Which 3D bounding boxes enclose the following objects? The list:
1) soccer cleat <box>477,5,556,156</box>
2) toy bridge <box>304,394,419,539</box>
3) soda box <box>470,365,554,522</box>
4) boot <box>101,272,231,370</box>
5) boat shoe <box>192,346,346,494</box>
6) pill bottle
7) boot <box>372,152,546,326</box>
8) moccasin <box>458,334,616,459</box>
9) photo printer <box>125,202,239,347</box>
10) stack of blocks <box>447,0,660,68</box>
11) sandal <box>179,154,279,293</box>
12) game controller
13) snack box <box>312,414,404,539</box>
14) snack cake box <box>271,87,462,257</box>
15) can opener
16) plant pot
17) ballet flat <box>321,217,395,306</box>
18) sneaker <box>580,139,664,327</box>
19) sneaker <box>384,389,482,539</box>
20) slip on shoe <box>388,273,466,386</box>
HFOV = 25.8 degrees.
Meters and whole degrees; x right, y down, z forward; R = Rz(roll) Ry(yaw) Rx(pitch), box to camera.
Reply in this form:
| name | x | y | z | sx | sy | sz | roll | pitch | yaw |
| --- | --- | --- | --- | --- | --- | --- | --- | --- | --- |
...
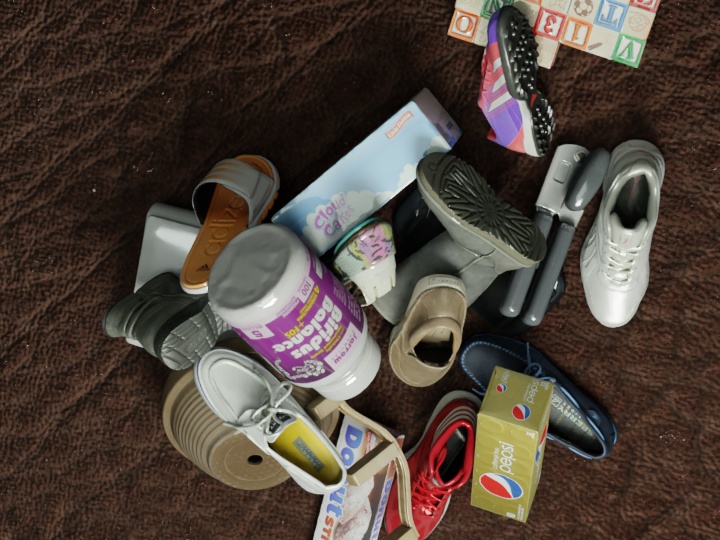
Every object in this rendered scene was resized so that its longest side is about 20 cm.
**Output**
| name | x | y | z | sx | sy | sz | roll | pitch | yaw |
| --- | --- | --- | --- | --- | --- | --- | --- | --- | --- |
| soccer cleat | 0.146 | -0.191 | 1.604 | 0.072 | 0.069 | 0.201 | 10 | 150 | 25 |
| toy bridge | 0.013 | 0.208 | 1.709 | 0.067 | 0.027 | 0.201 | -35 | 105 | -24 |
| soda box | 0.160 | 0.188 | 1.682 | 0.067 | 0.064 | 0.201 | 16 | 145 | 13 |
| boot | -0.170 | 0.023 | 1.670 | 0.130 | 0.199 | 0.068 | 25 | 136 | 46 |
| boat shoe | -0.090 | 0.155 | 1.621 | 0.075 | 0.086 | 0.202 | -44 | 95 | -14 |
| pill bottle | -0.061 | 0.050 | 1.609 | 0.112 | 0.113 | 0.200 | -28 | 135 | 15 |
| boot | 0.075 | -0.021 | 1.655 | 0.182 | 0.073 | 0.199 | 41 | 140 | -17 |
| moccasin | 0.197 | 0.135 | 1.721 | 0.199 | 0.068 | 0.081 | 29 | 107 | 2 |
| photo printer | -0.152 | 0.027 | 1.752 | 0.198 | 0.069 | 0.168 | 15 | 106 | 6 |
| stack of blocks | 0.201 | -0.271 | 1.624 | 0.198 | 0.059 | 0.116 | 18 | 106 | 5 |
| sandal | -0.143 | -0.065 | 1.661 | 0.078 | 0.208 | 0.060 | -3 | 134 | 21 |
| game controller | 0.128 | -0.019 | 1.716 | 0.200 | 0.042 | 0.104 | 44 | 121 | -2 |
| snack box | -0.007 | 0.267 | 1.801 | 0.071 | 0.024 | 0.202 | 22 | 108 | 26 |
| snack cake box | 0.008 | -0.101 | 1.670 | 0.199 | 0.115 | 0.067 | -39 | 95 | 16 |
| can opener | 0.202 | -0.041 | 1.661 | 0.052 | 0.066 | 0.202 | 22 | 90 | -7 |
| plant pot | -0.119 | 0.174 | 1.726 | 0.198 | 0.093 | 0.202 | -4 | 133 | -4 |
| ballet flat | 0.000 | 0.000 | 1.651 | 0.069 | 0.200 | 0.072 | -25 | 85 | -20 |
| sneaker | 0.272 | -0.032 | 1.650 | 0.077 | 0.099 | 0.202 | 7 | 105 | 8 |
| sneaker | 0.073 | 0.235 | 1.742 | 0.078 | 0.116 | 0.202 | 22 | 106 | 3 |
| slip on shoe | 0.074 | 0.081 | 1.677 | 0.075 | 0.061 | 0.201 | 5 | 147 | -10 |
